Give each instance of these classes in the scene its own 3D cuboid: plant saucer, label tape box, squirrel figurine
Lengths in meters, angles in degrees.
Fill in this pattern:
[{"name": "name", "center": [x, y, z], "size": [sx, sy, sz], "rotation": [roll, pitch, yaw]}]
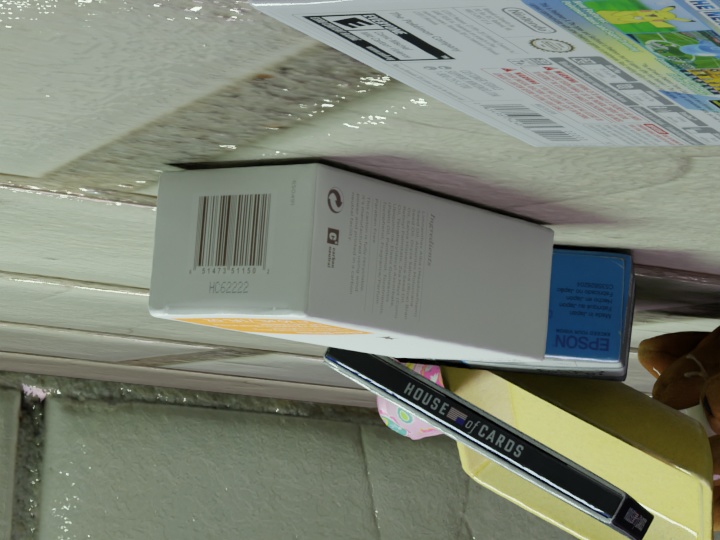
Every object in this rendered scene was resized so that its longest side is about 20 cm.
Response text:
[{"name": "plant saucer", "center": [0.152, 0.118, 1.368], "size": [0.199, 0.049, 0.200], "rotation": [27, 156, 23]}, {"name": "label tape box", "center": [0.091, 0.029, 1.254], "size": [0.143, 0.064, 0.200], "rotation": [4, 173, 9]}, {"name": "squirrel figurine", "center": [0.293, 0.077, 1.385], "size": [0.198, 0.143, 0.187], "rotation": [-9, 163, -2]}]

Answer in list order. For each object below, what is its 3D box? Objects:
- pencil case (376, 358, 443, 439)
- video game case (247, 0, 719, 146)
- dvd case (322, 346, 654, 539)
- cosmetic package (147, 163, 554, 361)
[{"name": "pencil case", "center": [0.104, 0.121, 1.987], "size": [0.087, 0.088, 0.199], "rotation": [10, 173, -39]}, {"name": "video game case", "center": [0.093, -0.065, 0.605], "size": [0.181, 0.022, 0.200], "rotation": [1, 172, 28]}, {"name": "dvd case", "center": [0.081, 0.104, 1.285], "size": [0.199, 0.025, 0.150], "rotation": [30, 177, 18]}, {"name": "cosmetic package", "center": [0.000, 0.000, 1.030], "size": [0.101, 0.072, 0.199], "rotation": [-1, 172, 38]}]
